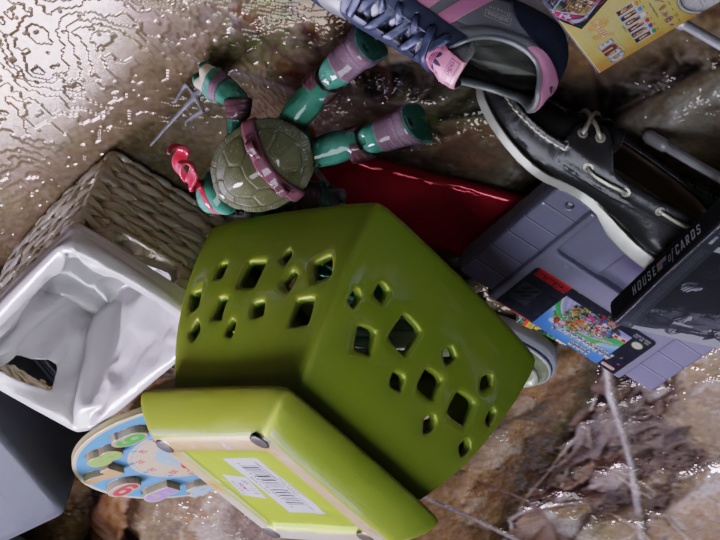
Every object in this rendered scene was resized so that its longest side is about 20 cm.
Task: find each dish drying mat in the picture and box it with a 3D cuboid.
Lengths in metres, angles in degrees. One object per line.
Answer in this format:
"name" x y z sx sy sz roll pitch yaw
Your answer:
"dish drying mat" 0.051 -0.046 1.383 0.199 0.018 0.077 15 135 -3

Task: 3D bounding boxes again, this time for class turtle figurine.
"turtle figurine" -0.056 -0.089 1.297 0.200 0.101 0.150 -27 117 25

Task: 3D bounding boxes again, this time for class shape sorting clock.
"shape sorting clock" -0.146 0.155 1.522 0.199 0.039 0.200 -11 150 -7

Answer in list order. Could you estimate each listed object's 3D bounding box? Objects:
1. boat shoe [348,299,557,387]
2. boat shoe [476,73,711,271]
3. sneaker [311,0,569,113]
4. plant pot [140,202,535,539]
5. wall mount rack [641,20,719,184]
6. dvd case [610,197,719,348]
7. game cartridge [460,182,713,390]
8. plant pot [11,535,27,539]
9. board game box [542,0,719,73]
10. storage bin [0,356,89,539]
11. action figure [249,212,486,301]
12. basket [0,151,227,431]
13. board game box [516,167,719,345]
"boat shoe" 0.063 0.072 1.474 0.199 0.062 0.072 10 138 2
"boat shoe" 0.169 -0.079 1.272 0.200 0.074 0.060 42 127 -12
"sneaker" 0.047 -0.167 1.207 0.199 0.082 0.070 16 138 -5
"plant pot" -0.026 0.085 1.292 0.199 0.182 0.200 -6 138 49
"wall mount rack" 0.288 -0.108 1.230 0.173 0.075 0.200 3 137 4
"dvd case" 0.306 0.014 1.299 0.199 0.025 0.150 12 144 -22
"game cartridge" 0.190 0.013 1.374 0.200 0.038 0.130 31 130 -18
"plant pot" -0.392 0.342 1.776 0.160 0.201 0.201 8 139 -14
"board game box" 0.167 -0.203 1.085 0.135 0.035 0.200 -30 154 13
"storage bin" -0.330 0.135 1.539 0.145 0.135 0.200 -26 118 15
"action figure" 0.000 0.000 1.403 0.199 0.055 0.118 22 174 8
"basket" -0.212 0.017 1.432 0.135 0.124 0.200 32 133 -21
"board game box" 0.215 0.000 1.394 0.104 0.024 0.200 26 136 -11
